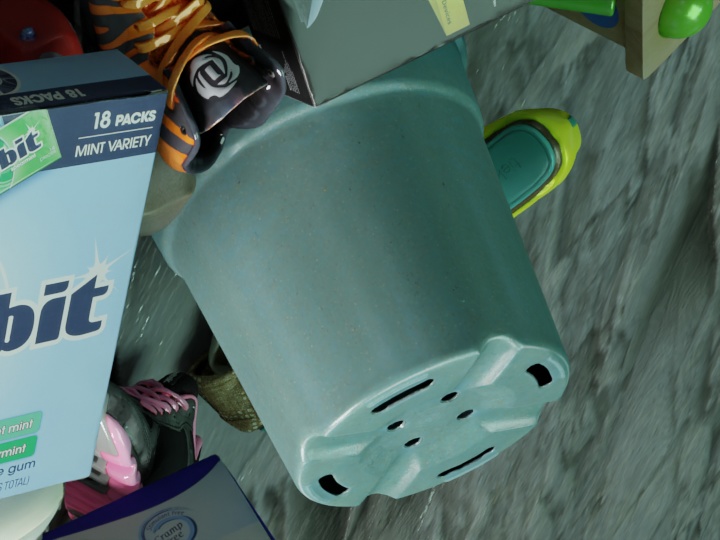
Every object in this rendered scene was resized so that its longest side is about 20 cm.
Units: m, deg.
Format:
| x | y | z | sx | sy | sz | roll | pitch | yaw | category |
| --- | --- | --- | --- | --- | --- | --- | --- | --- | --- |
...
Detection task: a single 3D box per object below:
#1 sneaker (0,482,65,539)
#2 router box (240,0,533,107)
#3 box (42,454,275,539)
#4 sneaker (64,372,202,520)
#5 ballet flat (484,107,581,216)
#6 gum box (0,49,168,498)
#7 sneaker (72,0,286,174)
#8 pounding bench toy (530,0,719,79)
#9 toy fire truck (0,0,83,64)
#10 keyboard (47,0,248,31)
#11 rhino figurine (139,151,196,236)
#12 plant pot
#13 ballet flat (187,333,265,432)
| x | y | z | sx | sy | sz | roll | pitch | yaw | category |
| --- | --- | --- | --- | --- | --- | --- | --- | --- | --- |
| -0.226 | 0.092 | 1.064 | 0.199 | 0.070 | 0.094 | -7 | 120 | -26 | sneaker |
| 0.004 | -0.199 | 1.084 | 0.157 | 0.052 | 0.201 | -27 | 115 | -20 | router box |
| -0.120 | 0.228 | 1.232 | 0.183 | 0.105 | 0.200 | -24 | 136 | -16 | box |
| -0.126 | 0.087 | 1.282 | 0.096 | 0.079 | 0.200 | -57 | 166 | -18 | sneaker |
| 0.054 | -0.037 | 1.396 | 0.200 | 0.067 | 0.067 | -34 | -175 | 31 | ballet flat |
| -0.177 | 0.013 | 0.986 | 0.170 | 0.045 | 0.201 | -12 | 129 | -39 | gum box |
| -0.081 | -0.123 | 1.023 | 0.077 | 0.112 | 0.200 | -34 | 147 | -17 | sneaker |
| 0.126 | -0.188 | 1.329 | 0.200 | 0.156 | 0.124 | -45 | 151 | -24 | pounding bench toy |
| -0.201 | -0.082 | 0.977 | 0.200 | 0.049 | 0.141 | -33 | 146 | -32 | toy fire truck |
| -0.111 | -0.144 | 1.110 | 0.200 | 0.040 | 0.104 | 8 | 121 | -54 | keyboard |
| -0.157 | -0.031 | 1.082 | 0.200 | 0.087 | 0.060 | -28 | 140 | -46 | rhino figurine |
| 0.000 | 0.000 | 1.185 | 0.200 | 0.197 | 0.200 | -20 | 154 | -10 | plant pot |
| -0.033 | 0.004 | 1.342 | 0.065 | 0.071 | 0.200 | 29 | 102 | -20 | ballet flat |
